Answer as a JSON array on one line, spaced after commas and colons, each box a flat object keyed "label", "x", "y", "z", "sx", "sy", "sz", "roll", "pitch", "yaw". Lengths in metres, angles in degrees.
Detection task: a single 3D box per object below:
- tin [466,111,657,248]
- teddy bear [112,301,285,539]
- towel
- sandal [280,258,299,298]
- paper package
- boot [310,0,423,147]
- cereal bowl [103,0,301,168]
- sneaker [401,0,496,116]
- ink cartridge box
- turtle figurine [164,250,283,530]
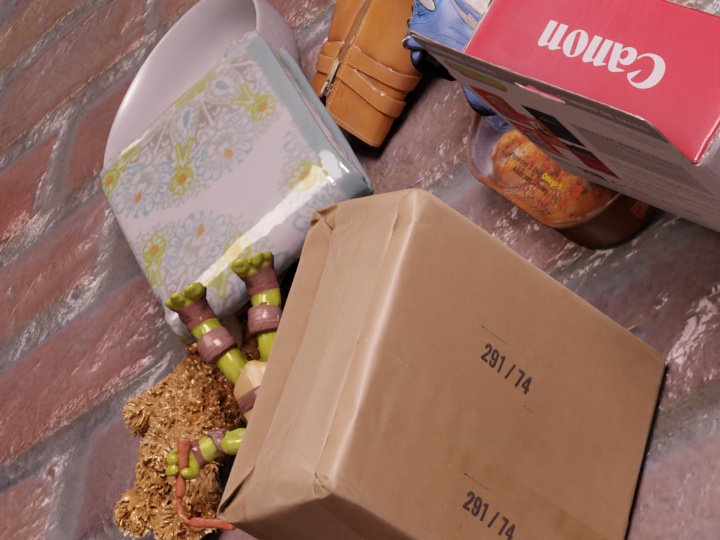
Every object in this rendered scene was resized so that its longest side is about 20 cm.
[{"label": "tin", "x": 0.136, "y": -0.083, "z": 1.385, "sx": 0.112, "sy": 0.042, "sz": 0.200, "roll": -59, "pitch": 29, "yaw": 6}, {"label": "teddy bear", "x": -0.114, "y": 0.102, "z": 1.557, "sx": 0.200, "sy": 0.067, "sz": 0.145, "roll": -58, "pitch": 31, "yaw": 0}, {"label": "towel", "x": -0.092, "y": -0.062, "z": 1.571, "sx": 0.171, "sy": 0.048, "sz": 0.200, "roll": -43, "pitch": 43, "yaw": 11}, {"label": "sandal", "x": 0.000, "y": 0.000, "z": 1.500, "sx": 0.082, "sy": 0.055, "sz": 0.200, "roll": -54, "pitch": 12, "yaw": -20}, {"label": "paper package", "x": 0.047, "y": 0.087, "z": 1.191, "sx": 0.103, "sy": 0.200, "sz": 0.191, "roll": -15, "pitch": 49, "yaw": 50}, {"label": "boot", "x": 0.035, "y": -0.162, "z": 1.581, "sx": 0.200, "sy": 0.077, "sz": 0.155, "roll": 30, "pitch": 95, "yaw": 51}, {"label": "cereal bowl", "x": -0.113, "y": -0.120, "z": 1.749, "sx": 0.200, "sy": 0.083, "sz": 0.200, "roll": -37, "pitch": 35, "yaw": 32}, {"label": "sneaker", "x": 0.053, "y": -0.178, "z": 1.458, "sx": 0.089, "sy": 0.078, "sz": 0.200, "roll": -52, "pitch": 46, "yaw": 24}, {"label": "ink cartridge box", "x": 0.153, "y": -0.097, "z": 1.191, "sx": 0.200, "sy": 0.176, "sz": 0.084, "roll": 27, "pitch": 85, "yaw": 47}, {"label": "turtle figurine", "x": -0.054, "y": 0.073, "z": 1.461, "sx": 0.200, "sy": 0.064, "sz": 0.162, "roll": -28, "pitch": 77, "yaw": 25}]
